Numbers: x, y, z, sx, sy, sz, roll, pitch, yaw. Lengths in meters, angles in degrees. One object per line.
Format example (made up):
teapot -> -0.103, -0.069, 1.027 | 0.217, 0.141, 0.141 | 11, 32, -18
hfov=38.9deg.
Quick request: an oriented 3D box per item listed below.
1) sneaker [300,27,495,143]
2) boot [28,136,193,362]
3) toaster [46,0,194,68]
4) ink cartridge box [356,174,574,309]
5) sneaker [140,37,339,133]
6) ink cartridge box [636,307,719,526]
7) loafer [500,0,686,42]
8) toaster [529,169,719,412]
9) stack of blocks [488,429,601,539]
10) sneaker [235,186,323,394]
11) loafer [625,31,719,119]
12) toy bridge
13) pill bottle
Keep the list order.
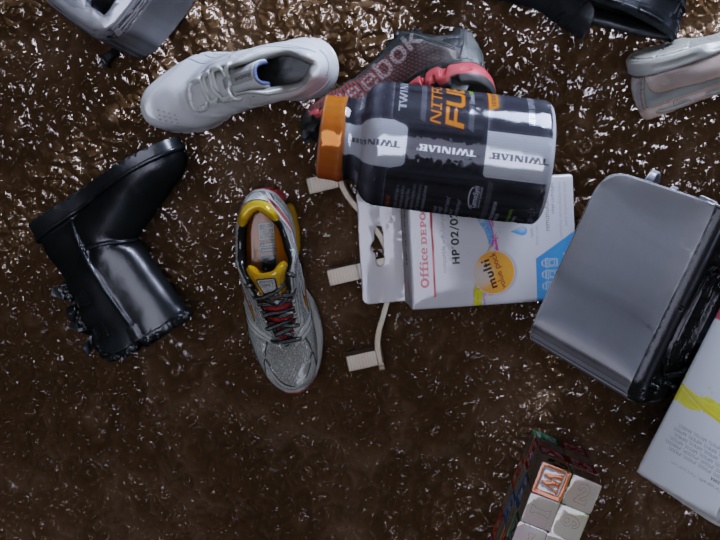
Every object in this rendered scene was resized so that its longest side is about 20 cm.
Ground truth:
sneaker -> 0.032, -0.172, 0.963 | 0.198, 0.071, 0.099 | -14, 59, 25
boot -> -0.219, -0.015, 0.998 | 0.196, 0.073, 0.164 | -30, 90, 14
toaster -> -0.215, -0.284, 0.941 | 0.113, 0.129, 0.201 | 36, 98, 1
ink cartridge box -> 0.098, -0.026, 0.960 | 0.196, 0.068, 0.117 | -4, 95, -4
sneaker -> -0.120, -0.181, 0.966 | 0.197, 0.087, 0.076 | -16, 96, 7
ink cartridge box -> 0.345, 0.119, 0.916 | 0.083, 0.144, 0.202 | 28, 94, 34
loafer -> 0.202, -0.251, 0.940 | 0.197, 0.068, 0.072 | 7, 86, 0
toaster -> 0.252, 0.023, 0.901 | 0.118, 0.180, 0.203 | 28, 99, 28
stack of blocks -> 0.160, 0.268, 0.976 | 0.058, 0.115, 0.203 | 21, 98, 2
sneaker -> -0.087, 0.023, 0.986 | 0.076, 0.082, 0.204 | -13, 95, 6
loafer -> 0.348, -0.191, 0.943 | 0.196, 0.072, 0.064 | -11, 112, 10
toy bridge -> 0.000, 0.000, 1.005 | 0.066, 0.027, 0.204 | -13, 95, 5
pill bottle -> 0.061, -0.103, 0.873 | 0.196, 0.106, 0.108 | 6, 97, 0
